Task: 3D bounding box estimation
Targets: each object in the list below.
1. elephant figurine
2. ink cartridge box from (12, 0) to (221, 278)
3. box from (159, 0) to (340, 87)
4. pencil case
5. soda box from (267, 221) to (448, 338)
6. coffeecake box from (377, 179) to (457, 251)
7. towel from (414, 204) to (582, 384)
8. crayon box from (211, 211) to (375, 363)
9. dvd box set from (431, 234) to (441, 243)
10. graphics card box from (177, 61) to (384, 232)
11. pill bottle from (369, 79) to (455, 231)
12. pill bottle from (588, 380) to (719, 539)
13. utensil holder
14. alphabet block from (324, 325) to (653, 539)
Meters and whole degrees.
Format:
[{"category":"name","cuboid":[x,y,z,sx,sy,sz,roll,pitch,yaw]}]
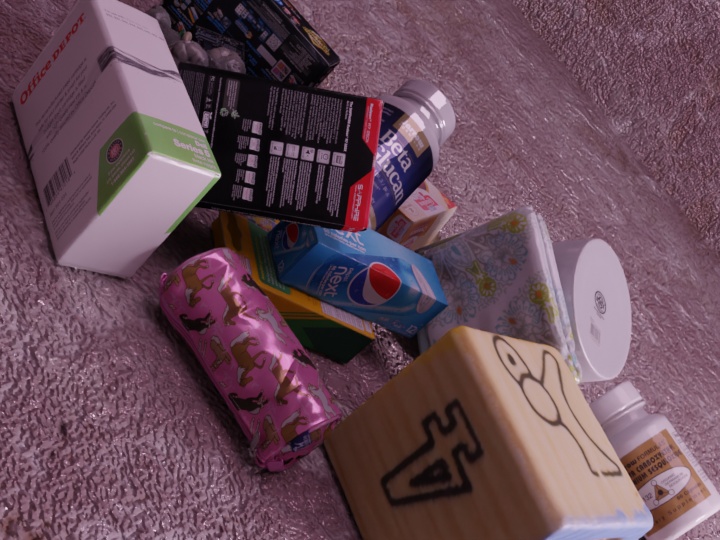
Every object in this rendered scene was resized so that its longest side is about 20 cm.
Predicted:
[{"category":"elephant figurine","cuboid":[-0.172,-0.184,1.100,0.139,0.158,0.200,9,14,-11]},{"category":"ink cartridge box","cuboid":[-0.222,-0.121,0.932,0.083,0.145,0.202,14,42,-47]},{"category":"box","cuboid":[-0.144,-0.263,1.235,0.200,0.159,0.046,46,27,-3]},{"category":"pencil case","cuboid":[-0.100,0.076,0.931,0.201,0.083,0.086,56,21,13]},{"category":"soda box","cuboid":[0.000,0.000,1.096,0.198,0.064,0.069,25,34,-40]},{"category":"coffeecake box","cuboid":[0.007,-0.111,1.328,0.200,0.073,0.153,44,24,12]},{"category":"towel","cuboid":[0.138,0.048,1.136,0.048,0.169,0.203,16,57,-52]},{"category":"crayon box","cuboid":[-0.082,0.005,1.091,0.199,0.051,0.127,28,33,-38]},{"category":"dvd box set","cuboid":[0.095,0.019,1.375,0.147,0.029,0.200,51,25,3]},{"category":"graphics card box","cuboid":[-0.084,-0.113,0.985,0.196,0.128,0.051,8,-3,-12]},{"category":"pill bottle","cuboid":[0.020,-0.127,1.190,0.111,0.111,0.200,45,61,-4]},{"category":"pill bottle","cuboid":[0.382,0.256,1.407,0.114,0.114,0.202,0,54,-57]},{"category":"utensil holder","cuboid":[0.195,0.052,1.227,0.169,0.197,0.173,14,72,-51]},{"category":"alphabet block","cuboid":[0.117,0.196,0.979,0.194,0.196,0.202,17,39,-49]}]
